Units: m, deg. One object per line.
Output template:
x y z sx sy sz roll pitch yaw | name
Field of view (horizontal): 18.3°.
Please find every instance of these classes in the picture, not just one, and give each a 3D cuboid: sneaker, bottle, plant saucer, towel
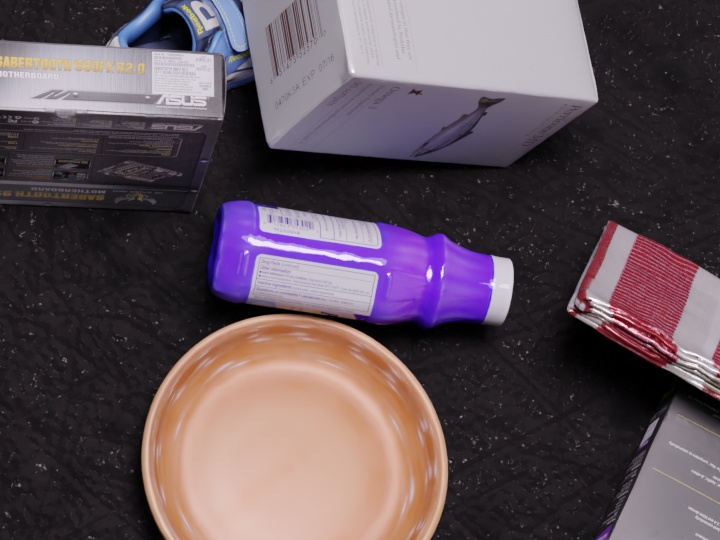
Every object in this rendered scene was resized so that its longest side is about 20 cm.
-0.098 -0.166 1.529 0.200 0.082 0.074 -36 78 -24 | sneaker
0.000 0.000 1.481 0.200 0.084 0.065 9 101 -9 | bottle
-0.044 0.127 1.446 0.200 0.037 0.200 4 68 -10 | plant saucer
0.243 0.041 1.499 0.200 0.023 0.144 29 28 3 | towel

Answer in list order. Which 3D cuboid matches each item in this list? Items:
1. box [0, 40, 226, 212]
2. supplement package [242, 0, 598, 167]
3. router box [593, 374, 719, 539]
-0.195 -0.091 1.436 0.200 0.158 0.048 2 70 -11 | box
0.040 -0.149 1.501 0.200 0.117 0.117 2 67 -32 | supplement package
0.272 0.171 1.487 0.200 0.051 0.149 29 67 1 | router box
